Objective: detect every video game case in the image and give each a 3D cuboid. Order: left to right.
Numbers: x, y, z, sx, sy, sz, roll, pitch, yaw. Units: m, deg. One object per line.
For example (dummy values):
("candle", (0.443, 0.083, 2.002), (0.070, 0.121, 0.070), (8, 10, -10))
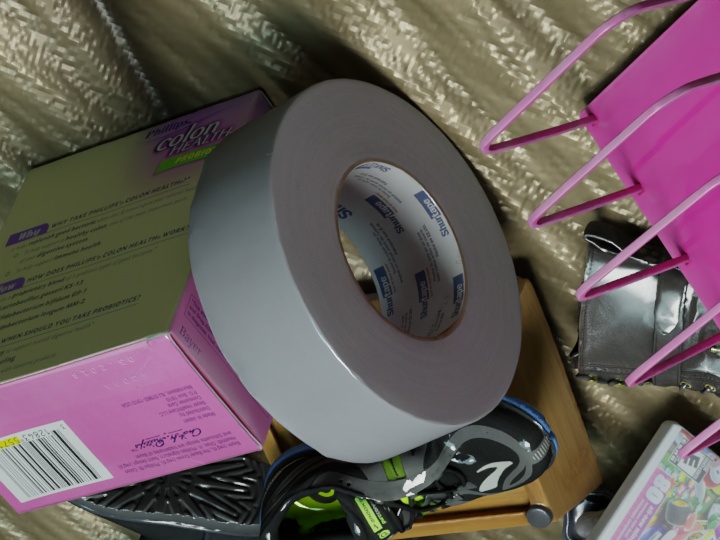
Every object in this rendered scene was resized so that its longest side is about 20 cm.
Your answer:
("video game case", (0.221, 0.206, 1.443), (0.200, 0.144, 0.018), (38, 169, -16))

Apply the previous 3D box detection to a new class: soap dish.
("soap dish", (0.030, 0.091, 1.446), (0.199, 0.081, 0.158), (-9, 123, 22))

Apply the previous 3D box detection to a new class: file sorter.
("file sorter", (0.175, -0.027, 1.198), (0.139, 0.125, 0.201), (-44, 73, 42))

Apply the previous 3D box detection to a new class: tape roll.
("tape roll", (0.000, 0.000, 1.291), (0.066, 0.201, 0.200), (-27, 121, 36))

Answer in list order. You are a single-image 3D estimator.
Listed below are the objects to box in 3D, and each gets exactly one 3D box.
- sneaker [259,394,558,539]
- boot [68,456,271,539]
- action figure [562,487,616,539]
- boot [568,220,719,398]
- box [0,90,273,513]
("sneaker", (0.026, 0.126, 1.368), (0.199, 0.083, 0.071), (-19, 120, 28))
("boot", (-0.141, 0.184, 1.542), (0.164, 0.066, 0.200), (18, 143, -1))
("action figure", (0.194, 0.219, 1.473), (0.199, 0.194, 0.105), (23, -179, 9))
("boot", (0.209, 0.058, 1.387), (0.173, 0.069, 0.201), (3, 124, 15))
("box", (-0.126, 0.018, 1.348), (0.175, 0.201, 0.097), (-17, 127, 30))
